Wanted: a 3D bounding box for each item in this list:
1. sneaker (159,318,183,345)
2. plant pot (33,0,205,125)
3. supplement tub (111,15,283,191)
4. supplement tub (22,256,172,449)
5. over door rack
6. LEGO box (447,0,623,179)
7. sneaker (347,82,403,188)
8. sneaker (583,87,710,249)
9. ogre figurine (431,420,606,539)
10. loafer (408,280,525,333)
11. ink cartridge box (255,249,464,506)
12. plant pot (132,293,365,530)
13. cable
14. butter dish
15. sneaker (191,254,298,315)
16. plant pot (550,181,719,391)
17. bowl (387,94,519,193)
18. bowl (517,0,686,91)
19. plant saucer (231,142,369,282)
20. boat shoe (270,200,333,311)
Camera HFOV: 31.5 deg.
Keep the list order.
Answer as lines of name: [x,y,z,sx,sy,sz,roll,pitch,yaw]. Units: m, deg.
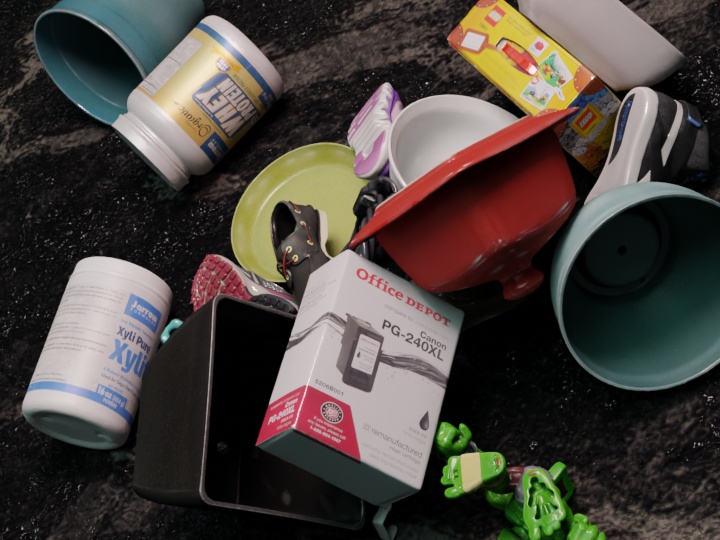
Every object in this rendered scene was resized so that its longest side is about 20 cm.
sneaker: [-0.160,0.116,1.459,0.199,0.091,0.078,24,74,38]
plant pot: [-0.321,-0.335,1.795,0.199,0.201,0.188,11,50,34]
supplement tub: [-0.214,-0.218,1.675,0.200,0.145,0.145,-47,50,-6]
supplement tub: [-0.313,0.100,1.529,0.131,0.132,0.201,0,60,29]
over door rack: [-0.003,0.171,1.352,0.147,0.067,0.201,7,63,33]
LEGO box: [0.209,-0.204,1.420,0.077,0.149,0.200,-48,49,10]
sneaker: [0.040,-0.153,1.541,0.081,0.088,0.201,-52,21,26]
sneaker: [0.309,-0.083,1.347,0.073,0.111,0.201,-133,59,-65]
ogre figurine: [0.158,0.218,1.197,0.199,0.120,0.099,8,68,34]
loafer: [0.098,0.035,1.385,0.199,0.067,0.076,-19,54,19]
ink cartridge box: [0.004,0.102,1.231,0.083,0.145,0.201,-35,32,54]
plant pot: [-0.124,0.160,1.290,0.177,0.199,0.201,-20,60,44]
cable: [0.000,0.000,1.404,0.050,0.200,0.164,15,61,-9]
butter dish: [0.124,-0.042,1.221,0.199,0.148,0.200,-28,-2,-39]
sneaker: [-0.123,0.046,1.493,0.199,0.074,0.081,32,104,35]
plant pot: [0.271,-0.002,1.251,0.200,0.201,0.134,-33,24,5]
bowl: [0.113,-0.094,1.421,0.200,0.091,0.202,10,50,-12]
bowl: [0.249,-0.270,1.403,0.075,0.199,0.200,-50,9,13]
plant saucer: [-0.066,-0.066,1.568,0.199,0.031,0.201,-14,54,21]
boat shoe: [-0.067,-0.007,1.434,0.202,0.063,0.074,-103,35,-52]
